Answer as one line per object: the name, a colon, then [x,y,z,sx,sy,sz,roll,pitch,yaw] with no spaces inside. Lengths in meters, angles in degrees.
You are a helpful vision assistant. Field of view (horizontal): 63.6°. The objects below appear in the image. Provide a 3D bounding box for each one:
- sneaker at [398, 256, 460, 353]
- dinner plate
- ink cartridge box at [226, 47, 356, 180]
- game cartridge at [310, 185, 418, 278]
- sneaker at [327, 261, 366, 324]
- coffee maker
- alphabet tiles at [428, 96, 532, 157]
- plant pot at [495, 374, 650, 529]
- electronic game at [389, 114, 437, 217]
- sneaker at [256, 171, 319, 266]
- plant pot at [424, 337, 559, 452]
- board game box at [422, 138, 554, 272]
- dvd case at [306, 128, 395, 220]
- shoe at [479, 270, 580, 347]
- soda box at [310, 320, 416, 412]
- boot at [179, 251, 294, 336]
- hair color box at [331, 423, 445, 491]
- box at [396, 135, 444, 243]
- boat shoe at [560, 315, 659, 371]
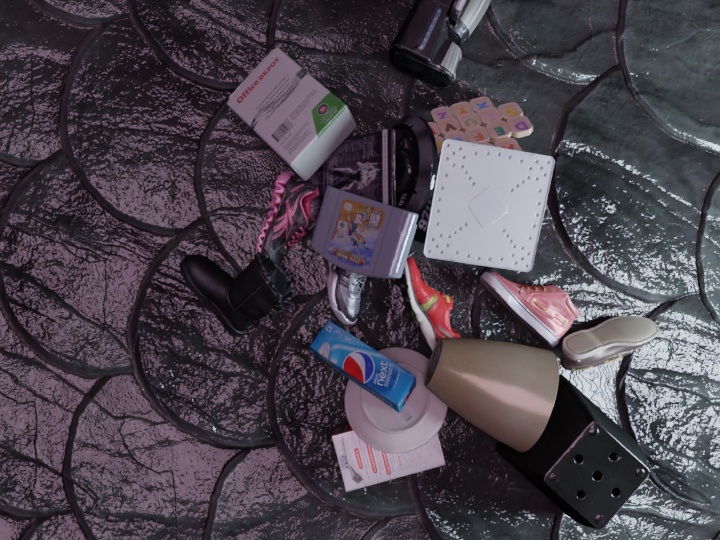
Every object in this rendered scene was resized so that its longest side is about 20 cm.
sneaker: [0.133,0.059,1.119,0.084,0.077,0.202,-25,101,-4]
dinner plate: [0.066,0.240,1.099,0.197,0.024,0.203,-3,66,7]
ink cartridge box: [-0.129,-0.291,1.079,0.147,0.083,0.200,-45,70,2]
game cartridge: [0.000,-0.063,1.036,0.198,0.041,0.135,21,94,33]
sneaker: [0.000,0.000,1.091,0.113,0.075,0.203,-4,87,36]
coffee maker: [0.131,-0.473,1.092,0.191,0.135,0.202,28,90,24]
alphabet tiles: [0.208,-0.260,1.071,0.197,0.015,0.197,-13,47,1]
plant pot: [0.397,0.343,1.060,0.199,0.177,0.200,41,92,1]
electronic game: [0.078,-0.180,1.057,0.041,0.199,0.203,4,91,-27]
sneaker: [-0.133,-0.083,1.108,0.094,0.079,0.203,16,92,11]
plant pot: [0.224,0.200,1.054,0.198,0.187,0.189,21,91,0]
board game box: [0.219,-0.110,1.006,0.197,0.026,0.203,8,101,-6]
dvd case: [-0.021,-0.174,1.087,0.198,0.016,0.151,-2,87,35]
shoe: [0.326,0.049,1.113,0.200,0.071,0.091,42,90,-5]
soda box: [0.005,0.178,1.084,0.199,0.068,0.064,30,73,18]
boot: [-0.228,0.020,1.087,0.162,0.073,0.199,-34,97,32]
hair color box: [0.053,0.339,1.123,0.197,0.064,0.112,-15,90,0]
box: [0.155,-0.144,1.089,0.158,0.046,0.202,23,92,31]
boat shoe: [0.475,0.142,1.114,0.197,0.072,0.060,-15,132,-11]
